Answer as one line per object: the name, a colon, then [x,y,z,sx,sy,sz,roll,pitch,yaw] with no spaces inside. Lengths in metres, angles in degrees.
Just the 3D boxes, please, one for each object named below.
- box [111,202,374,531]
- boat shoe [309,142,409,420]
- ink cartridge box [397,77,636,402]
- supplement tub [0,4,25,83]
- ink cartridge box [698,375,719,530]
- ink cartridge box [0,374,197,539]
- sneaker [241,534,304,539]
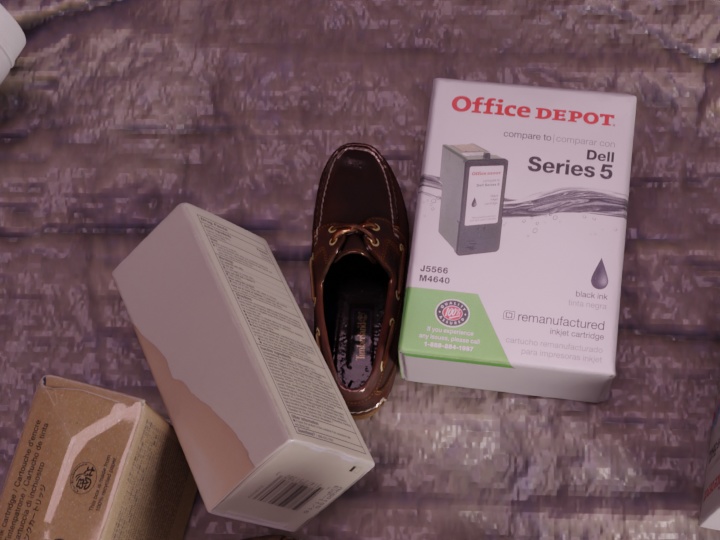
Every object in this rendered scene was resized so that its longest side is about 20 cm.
box: [-0.080,0.061,0.985,0.078,0.095,0.201,-41,53,19]
boat shoe: [0.000,0.000,1.047,0.070,0.070,0.202,-4,71,4]
ink cartridge box: [0.109,-0.022,1.037,0.144,0.084,0.202,6,73,6]
supplement tub: [-0.347,-0.123,1.078,0.131,0.132,0.201,29,76,12]
ink cartridge box: [0.296,0.095,0.963,0.124,0.129,0.202,10,73,8]
ink cartridge box: [-0.176,0.186,0.950,0.074,0.165,0.202,13,73,11]
sneaker: [-0.046,0.268,0.965,0.075,0.071,0.202,-15,73,-2]
